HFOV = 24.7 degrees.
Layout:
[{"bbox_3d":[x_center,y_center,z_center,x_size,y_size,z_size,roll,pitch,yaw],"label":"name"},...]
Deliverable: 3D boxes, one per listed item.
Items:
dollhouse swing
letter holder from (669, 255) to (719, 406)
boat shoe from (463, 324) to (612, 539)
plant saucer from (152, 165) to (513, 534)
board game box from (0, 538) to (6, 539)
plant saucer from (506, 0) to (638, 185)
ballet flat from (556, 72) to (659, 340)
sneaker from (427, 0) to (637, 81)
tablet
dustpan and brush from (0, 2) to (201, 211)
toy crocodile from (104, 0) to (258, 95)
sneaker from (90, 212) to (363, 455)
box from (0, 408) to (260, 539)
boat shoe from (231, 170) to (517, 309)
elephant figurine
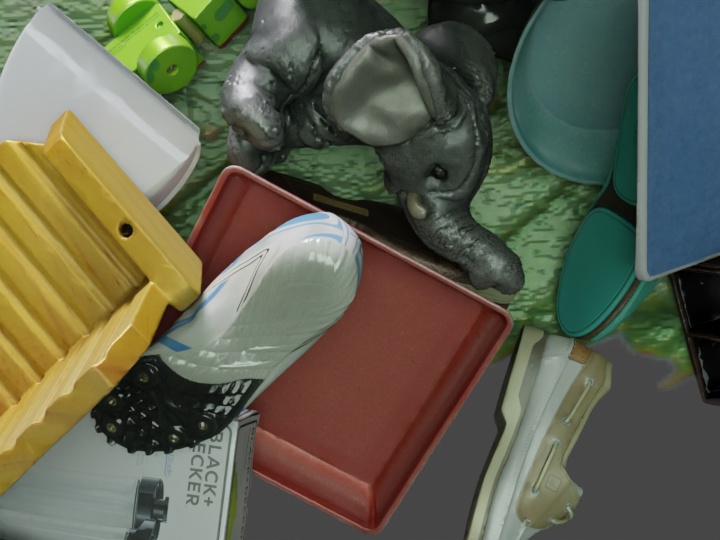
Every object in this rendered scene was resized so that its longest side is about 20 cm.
[{"bbox_3d":[-0.213,0.030,0.930,0.200,0.176,0.182,-42,84,9],"label":"dollhouse swing"},{"bbox_3d":[0.319,0.017,1.054,0.199,0.142,0.101,-15,91,-4],"label":"letter holder"},{"bbox_3d":[0.111,0.140,1.076,0.068,0.075,0.201,16,88,2],"label":"boat shoe"},{"bbox_3d":[-0.031,0.049,1.048,0.199,0.037,0.200,28,120,-2],"label":"plant saucer"},{"bbox_3d":[-0.219,0.218,1.035,0.199,0.136,0.028,19,46,-3],"label":"board game box"},{"bbox_3d":[0.181,-0.144,1.053,0.199,0.036,0.201,-11,133,-12],"label":"plant saucer"},{"bbox_3d":[0.188,-0.040,1.067,0.070,0.067,0.201,-6,124,-34],"label":"ballet flat"},{"bbox_3d":[0.135,-0.170,1.084,0.199,0.076,0.091,-4,111,-8],"label":"sneaker"},{"bbox_3d":[0.212,-0.102,1.003,0.130,0.014,0.201,-18,114,-35],"label":"tablet"},{"bbox_3d":[-0.200,-0.050,1.047,0.139,0.057,0.200,40,100,7],"label":"dustpan and brush"},{"bbox_3d":[-0.104,-0.168,1.072,0.200,0.062,0.068,-42,53,-1],"label":"toy crocodile"},{"bbox_3d":[-0.077,0.040,0.980,0.200,0.073,0.072,-38,102,15],"label":"sneaker"},{"bbox_3d":[-0.172,0.134,1.045,0.199,0.060,0.117,9,91,8],"label":"box"},{"bbox_3d":[0.001,-0.003,1.078,0.201,0.075,0.075,20,116,-1],"label":"boat shoe"},{"bbox_3d":[0.026,-0.100,1.018,0.199,0.155,0.142,16,56,18],"label":"elephant figurine"}]
